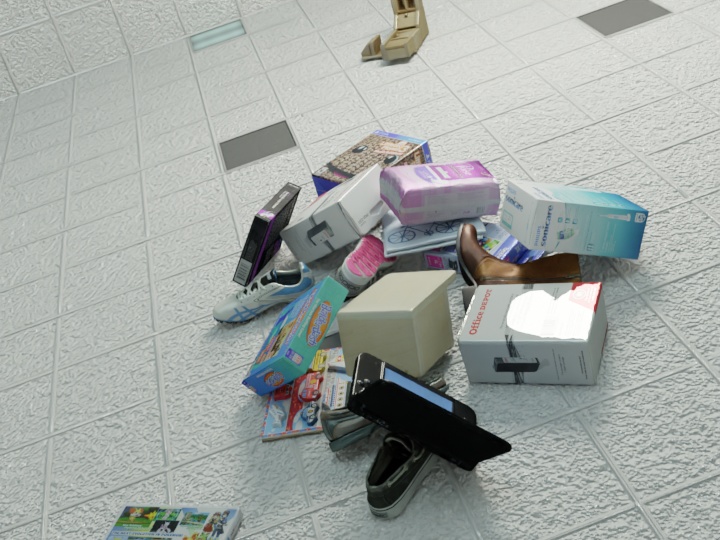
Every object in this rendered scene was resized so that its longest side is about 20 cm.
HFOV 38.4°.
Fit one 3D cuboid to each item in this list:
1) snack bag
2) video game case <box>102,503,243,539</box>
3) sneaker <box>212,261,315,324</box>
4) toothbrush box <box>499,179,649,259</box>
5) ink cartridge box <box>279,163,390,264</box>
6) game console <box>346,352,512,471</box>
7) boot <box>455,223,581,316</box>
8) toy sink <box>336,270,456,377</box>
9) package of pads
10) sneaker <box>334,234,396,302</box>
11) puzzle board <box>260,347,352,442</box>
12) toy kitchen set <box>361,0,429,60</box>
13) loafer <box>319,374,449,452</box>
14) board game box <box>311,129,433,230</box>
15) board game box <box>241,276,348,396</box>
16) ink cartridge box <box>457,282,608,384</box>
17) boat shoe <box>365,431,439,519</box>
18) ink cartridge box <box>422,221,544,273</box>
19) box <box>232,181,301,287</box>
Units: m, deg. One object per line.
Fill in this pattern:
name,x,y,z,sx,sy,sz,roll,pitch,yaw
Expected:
snack bag,0.124,-0.087,1.897,0.185,0.022,0.201,-13,27,1
video game case,-0.279,0.394,1.408,0.196,0.022,0.183,-4,33,23
sneaker,-0.179,0.038,1.878,0.197,0.073,0.072,-20,32,-2
toothbrush box,0.347,-0.085,1.698,0.196,0.087,0.147,6,16,-15
ink cartridge box,-0.039,-0.103,1.946,0.199,0.085,0.146,-21,19,49
game console,0.094,0.172,1.380,0.198,0.117,0.177,28,31,-10
boot,0.260,-0.014,1.697,0.196,0.069,0.191,-12,49,10
toy sink,0.068,0.084,1.612,0.128,0.114,0.200,-3,16,26
package of pads,0.142,-0.142,1.852,0.196,0.077,0.121,-7,32,-17
sneaker,0.000,0.000,1.841,0.088,0.074,0.200,-51,-4,26
puzzle board,-0.076,0.188,1.639,0.148,0.018,0.201,-11,32,11
toy kitchen set,0.069,-0.681,2.797,0.160,0.183,0.201,-4,28,23
loafer,0.034,0.193,1.505,0.197,0.064,0.072,-27,-8,-12
board game box,0.029,-0.188,2.109,0.199,0.098,0.158,-37,36,-29
board game box,-0.104,0.106,1.616,0.154,0.045,0.200,-62,13,-26
ink cartridge box,0.260,0.093,1.551,0.196,0.085,0.145,-1,35,24
boat shoe,0.064,0.248,1.422,0.070,0.065,0.201,0,34,28
ink cartridge box,0.221,-0.038,1.828,0.198,0.043,0.119,13,43,38
box,-0.175,-0.072,1.954,0.036,0.145,0.200,25,26,5
